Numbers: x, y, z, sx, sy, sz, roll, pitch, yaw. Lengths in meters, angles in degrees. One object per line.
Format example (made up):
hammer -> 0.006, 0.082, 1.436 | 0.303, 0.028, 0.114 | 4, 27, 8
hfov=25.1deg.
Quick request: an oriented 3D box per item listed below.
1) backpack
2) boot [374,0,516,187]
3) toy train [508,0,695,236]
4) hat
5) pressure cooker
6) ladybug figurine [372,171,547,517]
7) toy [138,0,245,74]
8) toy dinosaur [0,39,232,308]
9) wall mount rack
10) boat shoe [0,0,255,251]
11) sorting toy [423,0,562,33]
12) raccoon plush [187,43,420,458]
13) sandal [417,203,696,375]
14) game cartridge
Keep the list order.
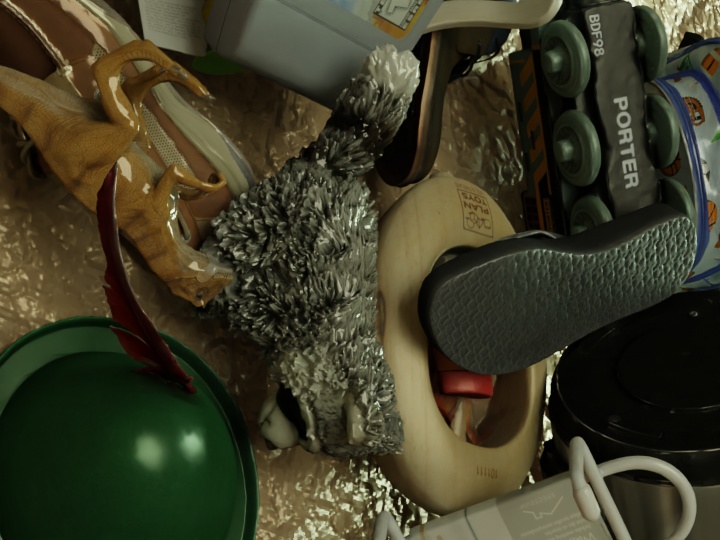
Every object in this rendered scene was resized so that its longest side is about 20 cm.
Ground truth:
backpack -> 0.246, -0.072, 1.057 | 0.153, 0.190, 0.202 | -16, 88, -26
boot -> 0.057, -0.136, 0.988 | 0.096, 0.074, 0.202 | 17, 65, -33
toy train -> 0.140, -0.081, 0.997 | 0.084, 0.114, 0.203 | -14, 100, -23
hat -> -0.079, 0.081, 0.736 | 0.199, 0.175, 0.168 | 17, 65, -36
pressure cooker -> 0.205, 0.137, 0.953 | 0.176, 0.177, 0.202 | -49, 137, -46
ladybug figurine -> 0.044, 0.043, 0.926 | 0.135, 0.072, 0.203 | 15, 68, -38
toy -> -0.091, -0.202, 0.896 | 0.114, 0.047, 0.202 | 6, 67, -42
toy dinosaur -> -0.127, -0.063, 0.750 | 0.200, 0.060, 0.106 | 42, 93, -12
wall mount rack -> 0.094, 0.187, 0.848 | 0.175, 0.198, 0.075 | 62, 15, -18
boat shoe -> -0.137, -0.077, 0.805 | 0.200, 0.075, 0.072 | 43, 58, -21
sorting toy -> 0.044, -0.221, 0.923 | 0.197, 0.107, 0.182 | -5, 79, 4
raccoon plush -> 0.000, 0.000, 0.819 | 0.134, 0.201, 0.096 | 39, 19, 21
sandal -> 0.107, 0.007, 0.909 | 0.199, 0.043, 0.077 | -12, 121, -37
game cartridge -> 0.007, -0.182, 0.834 | 0.133, 0.041, 0.201 | 16, 111, -55
